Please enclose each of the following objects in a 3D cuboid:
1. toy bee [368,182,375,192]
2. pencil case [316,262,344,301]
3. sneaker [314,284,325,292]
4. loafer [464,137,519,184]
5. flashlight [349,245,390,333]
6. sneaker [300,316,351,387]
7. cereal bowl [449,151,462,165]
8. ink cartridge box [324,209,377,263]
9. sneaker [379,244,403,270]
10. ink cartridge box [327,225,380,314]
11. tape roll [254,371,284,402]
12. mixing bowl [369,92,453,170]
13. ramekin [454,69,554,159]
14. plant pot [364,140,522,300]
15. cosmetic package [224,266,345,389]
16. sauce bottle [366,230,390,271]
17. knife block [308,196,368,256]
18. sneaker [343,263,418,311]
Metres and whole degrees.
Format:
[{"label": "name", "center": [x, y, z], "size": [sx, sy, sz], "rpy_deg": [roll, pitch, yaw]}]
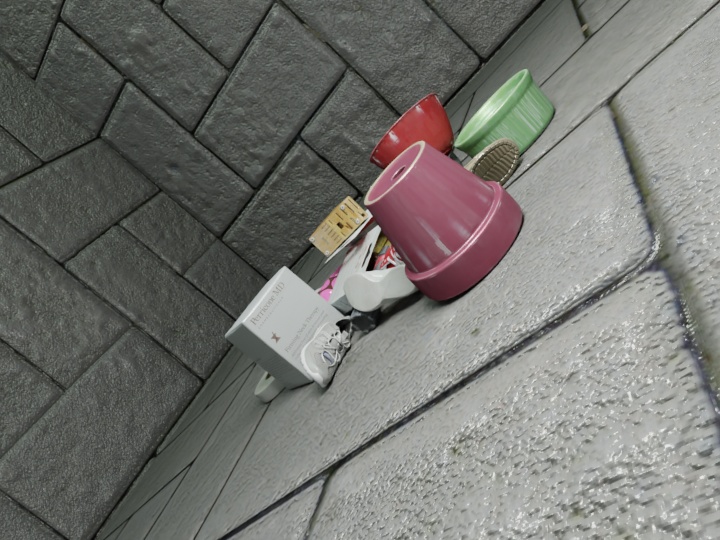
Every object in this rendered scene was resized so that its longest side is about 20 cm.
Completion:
[{"label": "toy bee", "center": [0.131, -0.148, 1.124], "size": [0.198, 0.132, 0.109], "rpy_deg": [-22, 6, -8]}, {"label": "pencil case", "center": [-0.030, 0.040, 1.372], "size": [0.093, 0.091, 0.201], "rpy_deg": [10, 52, 41]}, {"label": "sneaker", "center": [-0.069, 0.063, 1.476], "size": [0.200, 0.080, 0.115], "rpy_deg": [-48, 7, 1]}, {"label": "loafer", "center": [0.217, -0.168, 1.069], "size": [0.200, 0.075, 0.068], "rpy_deg": [-48, 15, 11]}, {"label": "flashlight", "center": [0.040, 0.035, 1.144], "size": [0.201, 0.067, 0.068], "rpy_deg": [-63, -27, -43]}, {"label": "sneaker", "center": [-0.061, 0.148, 1.118], "size": [0.082, 0.075, 0.201], "rpy_deg": [-38, 17, 22]}, {"label": "cereal bowl", "center": [0.166, -0.169, 1.286], "size": [0.200, 0.083, 0.200], "rpy_deg": [-47, 10, 11]}, {"label": "ink cartridge box", "center": [0.015, -0.097, 1.318], "size": [0.162, 0.057, 0.201], "rpy_deg": [-38, 18, 52]}, {"label": "sneaker", "center": [0.083, -0.032, 1.058], "size": [0.200, 0.071, 0.114], "rpy_deg": [-62, -8, -80]}, {"label": "ink cartridge box", "center": [0.000, 0.000, 1.238], "size": [0.200, 0.047, 0.161], "rpy_deg": [-35, 31, 60]}, {"label": "tape roll", "center": [-0.201, 0.253, 1.474], "size": [0.203, 0.037, 0.203], "rpy_deg": [-48, 10, 11]}, {"label": "mixing bowl", "center": [0.126, -0.264, 1.204], "size": [0.200, 0.109, 0.200], "rpy_deg": [-42, -4, -3]}, {"label": "ramekin", "center": [0.294, -0.295, 1.142], "size": [0.200, 0.098, 0.200], "rpy_deg": [-48, 9, 10]}, {"label": "plant pot", "center": [0.111, -0.087, 0.854], "size": [0.200, 0.179, 0.200], "rpy_deg": [-44, 17, 17]}, {"label": "cosmetic package", "center": [-0.165, 0.134, 1.269], "size": [0.168, 0.200, 0.166], "rpy_deg": [-55, 11, -29]}, {"label": "sauce bottle", "center": [0.048, -0.032, 1.342], "size": [0.201, 0.066, 0.066], "rpy_deg": [-58, 12, -18]}, {"label": "knife block", "center": [-0.048, -0.118, 1.360], "size": [0.200, 0.064, 0.176], "rpy_deg": [-44, 10, 31]}, {"label": "sneaker", "center": [0.055, 0.026, 1.046], "size": [0.199, 0.076, 0.088], "rpy_deg": [-13, 3, 45]}]
